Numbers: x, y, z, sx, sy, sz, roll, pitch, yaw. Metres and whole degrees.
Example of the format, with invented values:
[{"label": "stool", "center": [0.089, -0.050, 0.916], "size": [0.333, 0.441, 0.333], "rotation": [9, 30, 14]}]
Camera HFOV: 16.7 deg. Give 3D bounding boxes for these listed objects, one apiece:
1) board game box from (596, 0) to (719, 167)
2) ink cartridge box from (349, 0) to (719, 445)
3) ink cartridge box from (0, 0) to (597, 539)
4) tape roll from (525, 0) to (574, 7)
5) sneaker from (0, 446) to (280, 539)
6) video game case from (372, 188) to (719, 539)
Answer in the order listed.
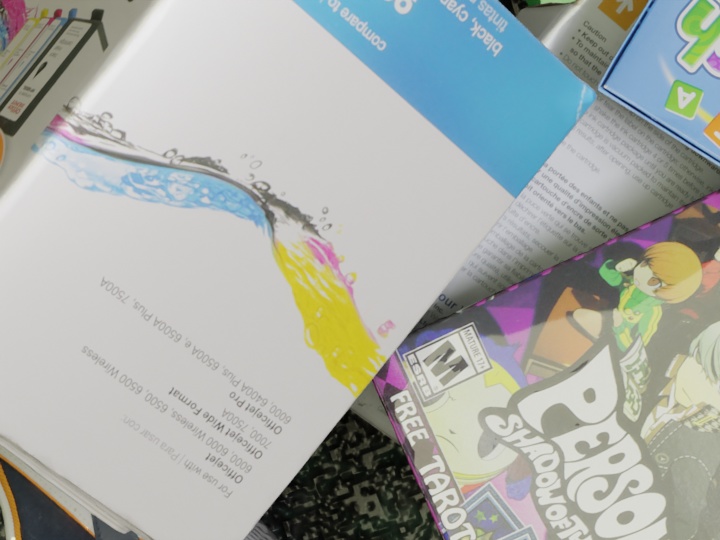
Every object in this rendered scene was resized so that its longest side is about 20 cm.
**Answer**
[{"label": "board game box", "center": [0.186, -0.101, 0.742], "size": [0.151, 0.037, 0.200], "rotation": [33, 108, 9]}, {"label": "ink cartridge box", "center": [0.104, 0.003, 0.867], "size": [0.196, 0.043, 0.200], "rotation": [37, 95, -22]}, {"label": "ink cartridge box", "center": [-0.062, -0.037, 0.789], "size": [0.145, 0.147, 0.200], "rotation": [39, 88, -33]}, {"label": "tape roll", "center": [0.153, -0.139, 0.898], "size": [0.200, 0.048, 0.201], "rotation": [0, 89, 10]}, {"label": "sneaker", "center": [-0.074, 0.115, 0.924], "size": [0.079, 0.078, 0.200], "rotation": [-46, 71, 2]}, {"label": "video game case", "center": [0.122, 0.080, 0.794], "size": [0.181, 0.036, 0.201], "rotation": [-24, 80, 2]}]
